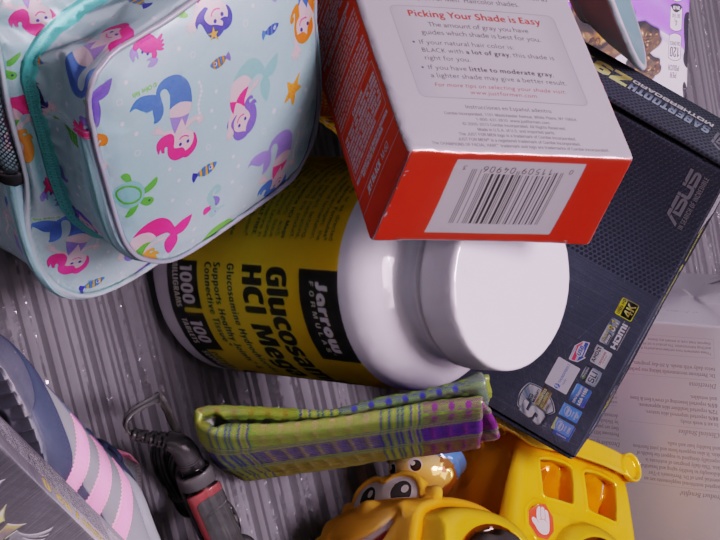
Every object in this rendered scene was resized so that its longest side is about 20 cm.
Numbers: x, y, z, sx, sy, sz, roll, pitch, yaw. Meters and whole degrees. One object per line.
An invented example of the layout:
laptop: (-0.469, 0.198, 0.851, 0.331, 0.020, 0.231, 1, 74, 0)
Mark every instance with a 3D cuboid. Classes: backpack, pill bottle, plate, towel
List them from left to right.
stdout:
backpack: (-0.108, -0.087, 1.015, 0.177, 0.150, 0.201, -36, 148, -32)
towel: (-0.004, 0.077, 1.100, 0.200, 0.143, 0.023, 68, 15, -79)
pill bottle: (0.000, 0.000, 1.109, 0.112, 0.199, 0.113, -3, 95, -45)
plate: (0.100, -0.192, 1.128, 0.200, 0.025, 0.201, -19, 90, -79)

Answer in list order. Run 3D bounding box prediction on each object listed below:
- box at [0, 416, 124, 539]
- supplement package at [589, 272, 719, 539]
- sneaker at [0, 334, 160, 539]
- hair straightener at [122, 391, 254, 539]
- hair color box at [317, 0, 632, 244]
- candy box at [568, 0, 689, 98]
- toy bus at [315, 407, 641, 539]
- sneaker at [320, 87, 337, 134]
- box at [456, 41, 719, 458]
box: (-0.168, 0.172, 1.003, 0.158, 0.048, 0.200, -38, 125, 0)
supplement package: (0.208, 0.114, 1.365, 0.150, 0.151, 0.201, -14, 102, -45)
sneaker: (-0.145, 0.097, 1.072, 0.082, 0.070, 0.201, -56, 135, -47)
hair straightener: (-0.081, 0.129, 1.132, 0.041, 0.077, 0.200, -33, 132, -8)
hair color box: (0.039, -0.105, 1.041, 0.110, 0.064, 0.201, 1, 50, -21)
candy box: (0.116, -0.103, 1.313, 0.167, 0.071, 0.201, 0, 92, -46)
toy bus: (0.067, 0.128, 1.249, 0.200, 0.135, 0.193, 20, 65, -42)
sneaker: (0.009, -0.092, 1.168, 0.200, 0.073, 0.078, -18, 118, -65)
box: (0.089, -0.022, 1.168, 0.051, 0.157, 0.201, -44, 163, -56)
